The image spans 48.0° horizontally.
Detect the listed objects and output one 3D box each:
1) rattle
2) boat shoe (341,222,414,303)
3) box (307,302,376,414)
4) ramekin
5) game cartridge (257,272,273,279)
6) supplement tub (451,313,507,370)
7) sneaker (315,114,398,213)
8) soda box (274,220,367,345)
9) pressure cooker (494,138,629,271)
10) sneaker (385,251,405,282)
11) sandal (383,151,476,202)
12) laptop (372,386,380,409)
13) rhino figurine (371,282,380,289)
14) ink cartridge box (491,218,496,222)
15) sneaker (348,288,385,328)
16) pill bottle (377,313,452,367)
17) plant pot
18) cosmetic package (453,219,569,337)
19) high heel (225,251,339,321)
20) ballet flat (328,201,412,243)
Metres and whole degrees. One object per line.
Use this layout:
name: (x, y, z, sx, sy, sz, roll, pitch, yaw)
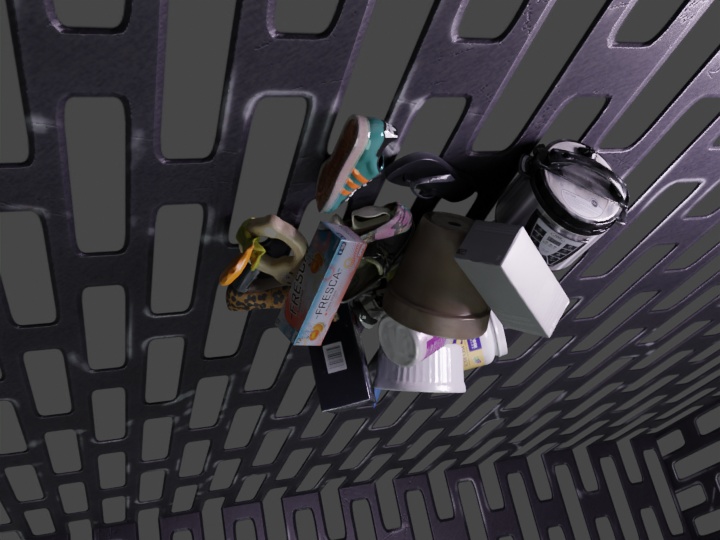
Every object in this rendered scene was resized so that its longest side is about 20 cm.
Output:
rattle: (-0.131, 0.015, 1.343, 0.128, 0.145, 0.201, -22, 128, 17)
boat shoe: (0.025, -0.015, 1.415, 0.201, 0.066, 0.072, -45, 109, 2)
box: (-0.042, 0.183, 1.668, 0.101, 0.205, 0.182, -14, 169, 2)
ramekin: (0.124, 0.200, 1.692, 0.195, 0.101, 0.201, 2, 175, 0)
game cartridge: (-0.107, 0.036, 1.578, 0.127, 0.039, 0.200, -24, 153, 11)
supplement tub: (0.225, 0.156, 1.851, 0.195, 0.149, 0.146, -15, 155, 3)
sneaker: (-0.007, -0.150, 1.212, 0.078, 0.073, 0.201, 4, 148, -24)
soda box: (-0.067, 0.024, 1.340, 0.067, 0.063, 0.203, 7, 115, -47)
pressure cooker: (0.332, -0.116, 1.337, 0.173, 0.182, 0.201, -16, 159, -31)
sneaker: (0.138, -0.004, 1.553, 0.197, 0.092, 0.078, -27, 150, 23)
sandal: (0.123, -0.145, 1.319, 0.197, 0.044, 0.076, 10, 145, -40)
laptop: (0.114, 0.242, 2.001, 0.195, 0.119, 0.188, -11, 155, -5)
rhino figurine: (0.000, 0.000, 1.529, 0.085, 0.061, 0.201, -18, 155, -1)
ink cartridge box: (0.265, -0.028, 1.521, 0.146, 0.086, 0.201, -31, 161, -28)
sneaker: (0.044, 0.063, 1.645, 0.079, 0.075, 0.199, -37, 169, 25)
pill bottle: (0.135, 0.099, 1.578, 0.198, 0.113, 0.112, -27, 167, -40)
plant pot: (0.146, -0.001, 1.410, 0.195, 0.200, 0.178, 1, 112, -27)
cosmetic package: (0.250, 0.015, 1.330, 0.106, 0.091, 0.201, 14, 150, 46)
high heel: (-0.146, 0.063, 1.484, 0.198, 0.072, 0.143, 36, 121, -14)
ballet flat: (-0.008, -0.072, 1.380, 0.196, 0.070, 0.071, -20, 136, 19)
